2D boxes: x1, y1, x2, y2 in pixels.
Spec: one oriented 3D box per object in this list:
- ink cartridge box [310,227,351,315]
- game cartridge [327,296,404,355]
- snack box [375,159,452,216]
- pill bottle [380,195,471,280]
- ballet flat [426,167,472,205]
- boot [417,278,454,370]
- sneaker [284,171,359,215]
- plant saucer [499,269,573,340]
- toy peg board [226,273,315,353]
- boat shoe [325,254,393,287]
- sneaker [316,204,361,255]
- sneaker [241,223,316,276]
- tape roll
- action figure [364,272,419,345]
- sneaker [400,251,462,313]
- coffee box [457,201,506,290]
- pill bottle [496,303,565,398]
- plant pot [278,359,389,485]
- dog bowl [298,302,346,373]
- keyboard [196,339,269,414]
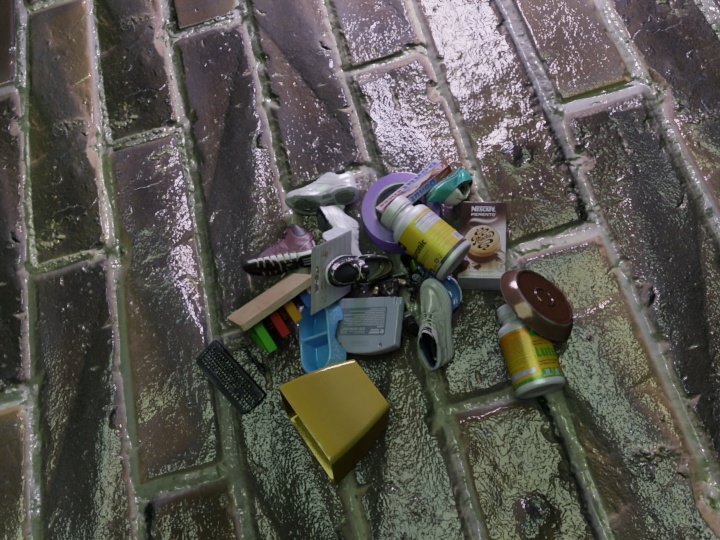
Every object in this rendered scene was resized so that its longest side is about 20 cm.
[{"bbox_3d":[-0.082,-0.002,1.568,0.047,0.200,0.161,10,109,24],"label":"ink cartridge box"},{"bbox_3d":[0.012,0.131,1.575,0.199,0.040,0.134,-4,69,37],"label":"game cartridge"},{"bbox_3d":[0.131,-0.198,1.655,0.200,0.024,0.072,-39,29,-7],"label":"snack box"},{"bbox_3d":[0.146,-0.080,1.549,0.200,0.111,0.111,41,79,14],"label":"pill bottle"},{"bbox_3d":[0.231,-0.199,1.660,0.070,0.067,0.200,44,38,5],"label":"ballet flat"},{"bbox_3d":[0.164,0.122,1.520,0.073,0.095,0.201,-11,94,27],"label":"boot"},{"bbox_3d":[-0.101,-0.210,1.773,0.199,0.078,0.100,-10,49,6],"label":"sneaker"},{"bbox_3d":[0.402,0.067,1.505,0.199,0.035,0.201,23,37,-18],"label":"plant saucer"},{"bbox_3d":[-0.195,0.103,1.603,0.199,0.200,0.098,-35,103,-16],"label":"toy peg board"},{"bbox_3d":[0.000,0.000,1.571,0.060,0.199,0.074,3,96,40],"label":"boat shoe"},{"bbox_3d":[-0.034,-0.090,1.704,0.087,0.075,0.201,-21,73,-26],"label":"sneaker"},{"bbox_3d":[-0.208,-0.057,1.727,0.199,0.076,0.116,-9,61,-5],"label":"sneaker"},{"bbox_3d":[0.105,-0.146,1.705,0.199,0.066,0.201,-4,66,9],"label":"tape roll"},{"bbox_3d":[0.080,0.080,1.614,0.129,0.069,0.201,-23,50,7],"label":"action figure"},{"bbox_3d":[0.160,0.026,1.598,0.200,0.089,0.079,50,124,29],"label":"sneaker"},{"bbox_3d":[0.295,-0.060,1.625,0.112,0.080,0.201,1,68,11],"label":"coffee box"},{"bbox_3d":[0.370,0.172,1.497,0.110,0.111,0.201,-15,66,4],"label":"pill bottle"},{"bbox_3d":[-0.044,0.315,1.476,0.176,0.200,0.200,-32,65,-16],"label":"plant pot"},{"bbox_3d":[-0.096,0.161,1.595,0.111,0.049,0.201,-22,61,31],"label":"dog bowl"},{"bbox_3d":[-0.301,0.241,1.639,0.127,0.021,0.200,-45,68,-9],"label":"keyboard"}]
